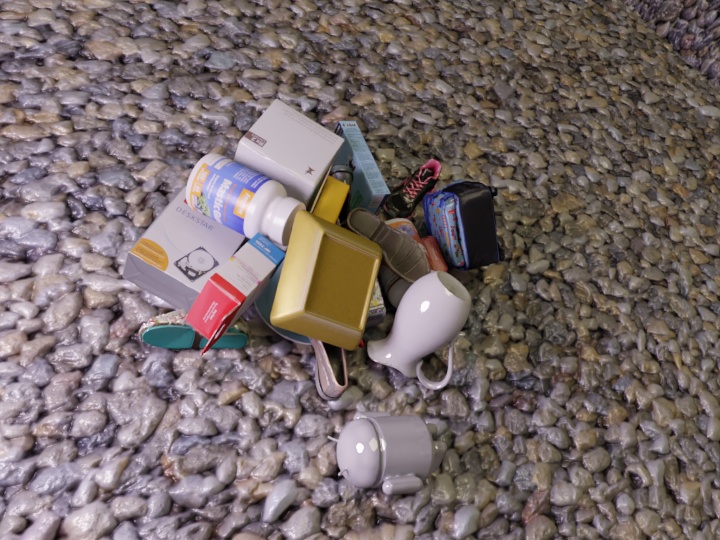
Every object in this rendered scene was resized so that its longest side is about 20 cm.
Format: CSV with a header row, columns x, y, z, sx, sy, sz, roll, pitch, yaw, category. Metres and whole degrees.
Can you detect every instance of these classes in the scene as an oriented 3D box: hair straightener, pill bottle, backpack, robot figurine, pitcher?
x,y,z,sx,sy,sz,roll,pitch,yaw,category
0.171,0.030,1.586,0.040,0.077,0.202,-19,68,-17,hair straightener
0.093,0.004,1.544,0.111,0.113,0.202,-6,57,-30,pill bottle
0.205,-0.103,1.642,0.133,0.185,0.200,-15,18,-16,backpack
0.044,0.301,1.277,0.197,0.114,0.170,2,33,-26,robot figurine
-0.201,-0.121,1.359,0.198,0.113,0.112,26,44,17,pill bottle
0.133,0.115,1.416,0.171,0.201,0.122,33,23,-9,pitcher

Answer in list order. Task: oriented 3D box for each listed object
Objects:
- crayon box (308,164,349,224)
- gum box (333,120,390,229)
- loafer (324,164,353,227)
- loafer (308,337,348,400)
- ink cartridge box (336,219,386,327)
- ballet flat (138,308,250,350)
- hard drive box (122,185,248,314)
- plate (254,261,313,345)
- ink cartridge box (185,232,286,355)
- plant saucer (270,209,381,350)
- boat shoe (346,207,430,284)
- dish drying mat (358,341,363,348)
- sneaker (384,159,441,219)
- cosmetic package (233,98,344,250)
x,y,z,sx,sy,sz,roll,pitch,yaw,category
-0.079,-0.085,1.420,0.051,0.200,0.127,25,56,-6,crayon box
-0.022,-0.178,1.593,0.044,0.171,0.202,-5,57,-29,gum box
-0.053,-0.120,1.513,0.071,0.201,0.064,-1,55,-12,loafer
-0.053,0.128,1.374,0.071,0.063,0.203,0,68,-29,loafer
0.000,0.000,1.463,0.050,0.109,0.203,-13,75,-5,ink cartridge box
-0.285,0.099,1.310,0.198,0.076,0.064,9,40,-33,ballet flat
-0.312,-0.037,1.395,0.155,0.077,0.201,29,46,-3,hard drive box
-0.112,0.059,1.455,0.197,0.026,0.202,14,50,-16,plate
-0.215,0.037,1.269,0.067,0.116,0.200,38,39,0,ink cartridge box
-0.043,0.020,1.310,0.199,0.048,0.203,22,77,-39,plant saucer
0.057,-0.044,1.477,0.072,0.068,0.200,-44,80,-10,boat shoe
-0.035,0.048,1.449,0.018,0.077,0.202,-23,56,12,dish drying mat
0.123,-0.189,1.729,0.079,0.096,0.200,39,48,5,sneaker
-0.158,-0.187,1.510,0.164,0.201,0.166,30,46,-2,cosmetic package
